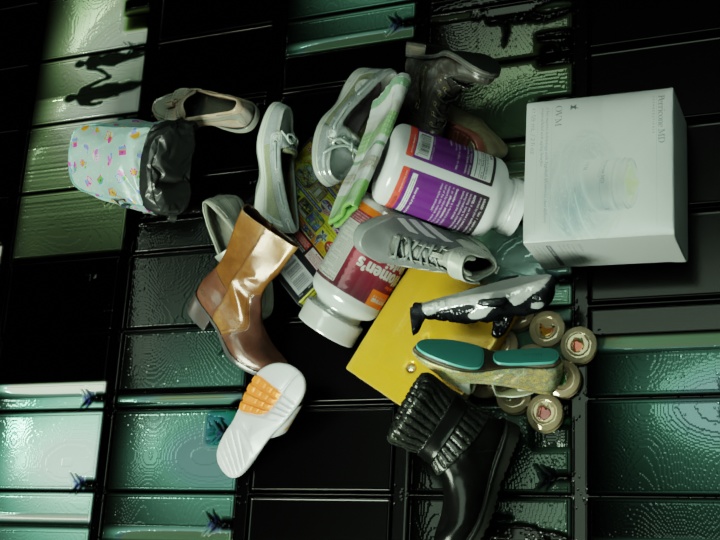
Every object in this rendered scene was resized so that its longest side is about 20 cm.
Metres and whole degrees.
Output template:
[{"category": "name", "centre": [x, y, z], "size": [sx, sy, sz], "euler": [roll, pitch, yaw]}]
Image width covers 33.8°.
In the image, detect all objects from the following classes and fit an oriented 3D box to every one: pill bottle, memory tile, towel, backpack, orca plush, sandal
[{"category": "pill bottle", "centre": [0.000, 0.000, 1.677], "size": [0.109, 0.109, 0.201], "euler": [33, 96, 29]}, {"category": "pill bottle", "centre": [0.121, -0.115, 1.598], "size": [0.198, 0.112, 0.114], "euler": [20, 80, -8]}, {"category": "memory tile", "centre": [0.210, 0.113, 1.604], "size": [0.199, 0.017, 0.154], "euler": [27, 85, 29]}, {"category": "towel", "centre": [0.009, -0.165, 1.639], "size": [0.030, 0.149, 0.202], "euler": [24, 76, -7]}, {"category": "backpack", "centre": [-0.365, -0.174, 1.887], "size": [0.198, 0.126, 0.169], "euler": [11, 91, 34]}, {"category": "orca plush", "centre": [0.165, 0.062, 1.562], "size": [0.198, 0.105, 0.072], "euler": [-16, 100, 5]}, {"category": "sandal", "centre": [-0.138, 0.210, 1.709], "size": [0.079, 0.059, 0.207], "euler": [46, 116, 20]}]

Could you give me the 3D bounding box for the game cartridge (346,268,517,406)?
[{"category": "game cartridge", "centre": [0.100, 0.096, 1.636], "size": [0.175, 0.032, 0.201], "euler": [31, 85, 29]}]

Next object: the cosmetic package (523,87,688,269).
[{"category": "cosmetic package", "centre": [0.326, -0.118, 1.569], "size": [0.198, 0.123, 0.202], "euler": [-3, 72, 22]}]

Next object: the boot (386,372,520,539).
[{"category": "boot", "centre": [0.100, 0.255, 1.531], "size": [0.157, 0.079, 0.213], "euler": [26, 73, -12]}]

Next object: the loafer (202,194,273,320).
[{"category": "loafer", "centre": [-0.187, -0.018, 1.778], "size": [0.070, 0.069, 0.202], "euler": [-34, 72, 39]}]

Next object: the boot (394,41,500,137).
[{"category": "boot", "centre": [0.113, -0.220, 1.649], "size": [0.199, 0.069, 0.176], "euler": [28, 113, 53]}]

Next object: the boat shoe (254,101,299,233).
[{"category": "boat shoe", "centre": [-0.117, -0.153, 1.782], "size": [0.064, 0.074, 0.205], "euler": [0, 76, 19]}]

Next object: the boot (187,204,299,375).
[{"category": "boot", "centre": [-0.138, 0.035, 1.707], "size": [0.188, 0.068, 0.201], "euler": [44, 117, 18]}]

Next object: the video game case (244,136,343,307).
[{"category": "video game case", "centre": [-0.079, -0.074, 1.790], "size": [0.181, 0.025, 0.200], "euler": [-44, 61, 6]}]

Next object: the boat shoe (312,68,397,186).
[{"category": "boat shoe", "centre": [-0.008, -0.215, 1.751], "size": [0.064, 0.074, 0.203], "euler": [2, 56, 45]}]

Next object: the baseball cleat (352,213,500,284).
[{"category": "baseball cleat", "centre": [0.092, -0.029, 1.580], "size": [0.106, 0.198, 0.071], "euler": [-135, 53, -68]}]

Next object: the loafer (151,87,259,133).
[{"category": "loafer", "centre": [-0.258, -0.265, 1.910], "size": [0.198, 0.063, 0.073], "euler": [8, 76, 26]}]

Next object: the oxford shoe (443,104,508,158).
[{"category": "oxford shoe", "centre": [0.135, -0.204, 1.724], "size": [0.200, 0.074, 0.071], "euler": [48, 134, 40]}]

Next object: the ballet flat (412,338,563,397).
[{"category": "ballet flat", "centre": [0.165, 0.133, 1.553], "size": [0.197, 0.071, 0.072], "euler": [3, 74, 7]}]
